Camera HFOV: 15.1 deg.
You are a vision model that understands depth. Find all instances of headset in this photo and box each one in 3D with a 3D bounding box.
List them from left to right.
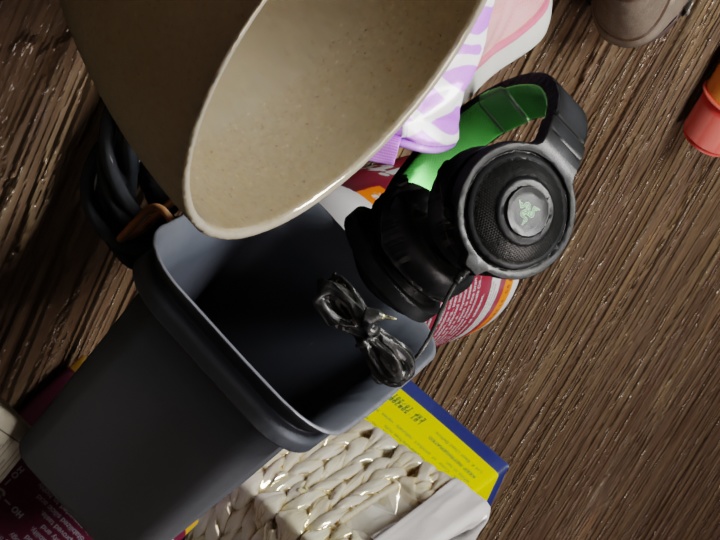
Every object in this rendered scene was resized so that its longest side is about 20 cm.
[{"bbox_3d":[0.037,-0.027,1.315,0.123,0.094,0.201,-24,-149,41],"label":"headset"}]

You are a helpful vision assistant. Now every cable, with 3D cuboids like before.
[{"bbox_3d":[-0.067,-0.091,1.350,0.163,0.051,0.201,-18,140,-43],"label":"cable"}]

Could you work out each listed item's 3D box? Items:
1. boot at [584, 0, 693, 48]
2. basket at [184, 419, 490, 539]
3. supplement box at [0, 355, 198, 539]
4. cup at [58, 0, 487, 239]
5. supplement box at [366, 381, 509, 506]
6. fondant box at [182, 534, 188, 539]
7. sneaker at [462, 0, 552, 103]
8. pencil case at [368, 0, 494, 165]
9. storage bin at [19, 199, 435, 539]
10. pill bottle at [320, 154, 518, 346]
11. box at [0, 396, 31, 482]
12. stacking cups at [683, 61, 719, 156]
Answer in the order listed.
[{"bbox_3d":[0.209,-0.226,1.677,0.200,0.070,0.146,-49,167,1],"label":"boot"},{"bbox_3d":[-0.035,0.192,1.631,0.135,0.123,0.201,-28,152,-50],"label":"basket"},{"bbox_3d":[-0.187,0.157,1.461,0.200,0.086,0.111,-43,161,-18],"label":"supplement box"},{"bbox_3d":[-0.052,-0.135,1.147,0.200,0.143,0.201,-43,160,-20],"label":"cup"},{"bbox_3d":[-0.012,0.176,1.838,0.200,0.109,0.110,-31,153,-41],"label":"supplement box"},{"bbox_3d":[-0.104,0.121,1.621,0.201,0.058,0.144,-59,159,20],"label":"fondant box"},{"bbox_3d":[0.052,-0.162,1.423,0.200,0.075,0.105,-50,142,-58],"label":"sneaker"},{"bbox_3d":[0.031,-0.156,1.287,0.086,0.083,0.201,-110,-150,-73],"label":"pencil case"},{"bbox_3d":[-0.077,0.048,1.313,0.134,0.146,0.200,-44,176,20],"label":"storage bin"},{"bbox_3d":[0.000,0.000,1.544,0.200,0.113,0.113,-19,144,-56],"label":"pill bottle"},{"bbox_3d":[-0.228,0.062,1.216,0.095,0.078,0.200,-48,160,-6],"label":"box"},{"bbox_3d":[0.293,-0.171,1.969,0.060,0.061,0.200,-22,151,-53],"label":"stacking cups"}]
